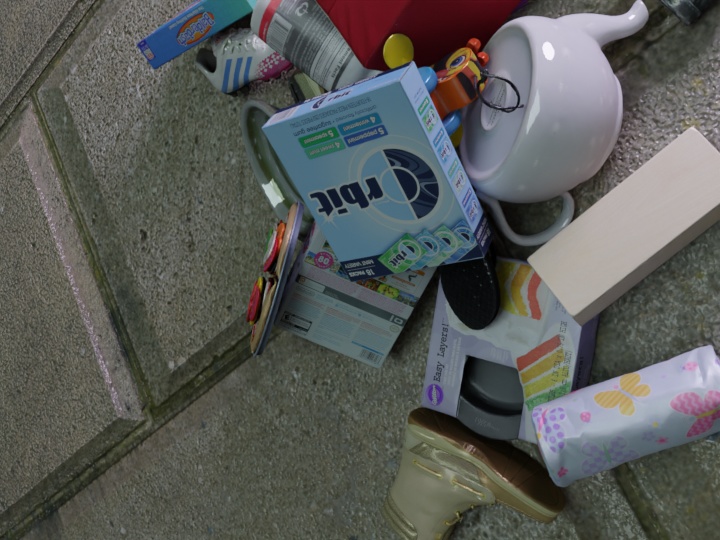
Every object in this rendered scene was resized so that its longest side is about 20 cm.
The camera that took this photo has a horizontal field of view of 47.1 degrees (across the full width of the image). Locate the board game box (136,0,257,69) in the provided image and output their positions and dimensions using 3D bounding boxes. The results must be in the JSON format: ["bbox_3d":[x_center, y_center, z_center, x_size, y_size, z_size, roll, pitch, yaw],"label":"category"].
[{"bbox_3d":[-0.194,-0.362,1.134,0.199,0.153,0.045,-17,118,36],"label":"board game box"}]

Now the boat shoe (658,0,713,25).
[{"bbox_3d":[0.272,-0.322,0.832,0.200,0.072,0.071,47,111,25],"label":"boat shoe"}]

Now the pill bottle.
[{"bbox_3d":[-0.025,-0.275,0.999,0.199,0.111,0.111,38,114,2],"label":"pill bottle"}]

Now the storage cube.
[{"bbox_3d":[0.065,-0.332,0.887,0.180,0.199,0.172,-49,64,33],"label":"storage cube"}]

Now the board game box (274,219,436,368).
[{"bbox_3d":[0.000,0.000,0.983,0.146,0.064,0.201,23,117,-11],"label":"board game box"}]

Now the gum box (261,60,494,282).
[{"bbox_3d":[0.019,-0.090,0.838,0.169,0.045,0.201,-11,122,34],"label":"gum box"}]

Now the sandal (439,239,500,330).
[{"bbox_3d":[0.116,-0.034,0.898,0.075,0.045,0.202,-6,102,47],"label":"sandal"}]

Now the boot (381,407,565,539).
[{"bbox_3d":[0.122,0.269,0.948,0.199,0.073,0.157,25,111,23],"label":"boot"}]

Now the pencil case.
[{"bbox_3d":[0.267,0.144,0.803,0.198,0.091,0.084,-22,38,16],"label":"pencil case"}]

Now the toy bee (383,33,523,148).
[{"bbox_3d":[0.087,-0.181,0.840,0.198,0.132,0.109,11,52,27],"label":"toy bee"}]

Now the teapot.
[{"bbox_3d":[0.198,-0.152,0.850,0.200,0.145,0.199,137,139,-61],"label":"teapot"}]

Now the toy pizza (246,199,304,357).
[{"bbox_3d":[-0.111,0.007,1.016,0.031,0.200,0.202,16,103,-8],"label":"toy pizza"}]

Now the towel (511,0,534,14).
[{"bbox_3d":[0.134,-0.346,0.966,0.199,0.023,0.145,-27,74,33],"label":"towel"}]

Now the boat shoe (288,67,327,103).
[{"bbox_3d":[-0.040,-0.188,1.071,0.065,0.073,0.201,-39,59,35],"label":"boat shoe"}]

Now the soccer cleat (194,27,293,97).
[{"bbox_3d":[-0.151,-0.297,1.116,0.199,0.086,0.070,-16,48,44],"label":"soccer cleat"}]

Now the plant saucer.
[{"bbox_3d":[-0.088,-0.135,1.077,0.200,0.050,0.201,49,155,32],"label":"plant saucer"}]

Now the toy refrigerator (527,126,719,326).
[{"bbox_3d":[0.269,-0.039,0.809,0.200,0.070,0.076,-41,67,10],"label":"toy refrigerator"}]

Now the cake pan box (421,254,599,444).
[{"bbox_3d":[0.165,0.086,0.928,0.183,0.052,0.202,15,99,38],"label":"cake pan box"}]
